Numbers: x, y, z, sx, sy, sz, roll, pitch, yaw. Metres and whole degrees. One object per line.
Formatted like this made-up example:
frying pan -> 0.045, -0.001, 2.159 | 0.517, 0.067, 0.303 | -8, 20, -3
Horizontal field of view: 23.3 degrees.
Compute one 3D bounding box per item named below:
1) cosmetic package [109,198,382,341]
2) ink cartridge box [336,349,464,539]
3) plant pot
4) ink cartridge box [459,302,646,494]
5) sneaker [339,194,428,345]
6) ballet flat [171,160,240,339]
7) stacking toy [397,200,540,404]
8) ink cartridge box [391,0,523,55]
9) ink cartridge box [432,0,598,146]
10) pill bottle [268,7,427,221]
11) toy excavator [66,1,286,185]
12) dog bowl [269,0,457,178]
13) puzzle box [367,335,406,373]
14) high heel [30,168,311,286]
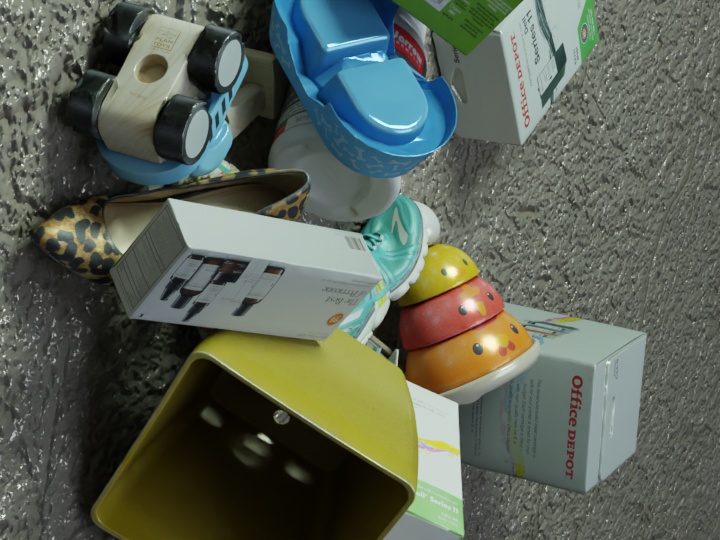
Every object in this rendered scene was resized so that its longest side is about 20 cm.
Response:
cosmetic package -> -0.082, 0.004, 1.309 | 0.199, 0.051, 0.083 | 9, 136, -45
ink cartridge box -> 0.031, 0.176, 1.480 | 0.117, 0.067, 0.201 | -55, -160, 33
plant pot -> -0.068, 0.137, 1.408 | 0.201, 0.199, 0.177 | -55, -174, 31
ink cartridge box -> 0.188, 0.131, 1.878 | 0.144, 0.198, 0.147 | -22, 119, -55
sneaker -> 0.000, 0.000, 1.635 | 0.201, 0.077, 0.080 | -58, 136, -31
ballet flat -> -0.111, -0.005, 1.444 | 0.076, 0.063, 0.202 | -46, 138, -39
stacking toy -> 0.079, 0.027, 1.737 | 0.146, 0.145, 0.202 | -32, 99, -52
ink cartridge box -> 0.030, -0.290, 1.447 | 0.076, 0.201, 0.147 | -42, 152, 14
ink cartridge box -> 0.164, -0.246, 1.818 | 0.200, 0.082, 0.148 | -53, 141, -36
pill bottle -> -0.004, -0.152, 1.493 | 0.114, 0.113, 0.201 | 64, 31, -47
toy excavator -> -0.127, -0.130, 1.361 | 0.201, 0.099, 0.196 | 75, 35, -60
dog bowl -> -0.004, -0.160, 1.394 | 0.111, 0.201, 0.050 | -16, 156, -32
puzzle box -> -0.019, 0.160, 1.703 | 0.133, 0.025, 0.202 | 39, 66, -58
high heel -> -0.136, -0.046, 1.294 | 0.199, 0.142, 0.072 | 2, 63, -50
